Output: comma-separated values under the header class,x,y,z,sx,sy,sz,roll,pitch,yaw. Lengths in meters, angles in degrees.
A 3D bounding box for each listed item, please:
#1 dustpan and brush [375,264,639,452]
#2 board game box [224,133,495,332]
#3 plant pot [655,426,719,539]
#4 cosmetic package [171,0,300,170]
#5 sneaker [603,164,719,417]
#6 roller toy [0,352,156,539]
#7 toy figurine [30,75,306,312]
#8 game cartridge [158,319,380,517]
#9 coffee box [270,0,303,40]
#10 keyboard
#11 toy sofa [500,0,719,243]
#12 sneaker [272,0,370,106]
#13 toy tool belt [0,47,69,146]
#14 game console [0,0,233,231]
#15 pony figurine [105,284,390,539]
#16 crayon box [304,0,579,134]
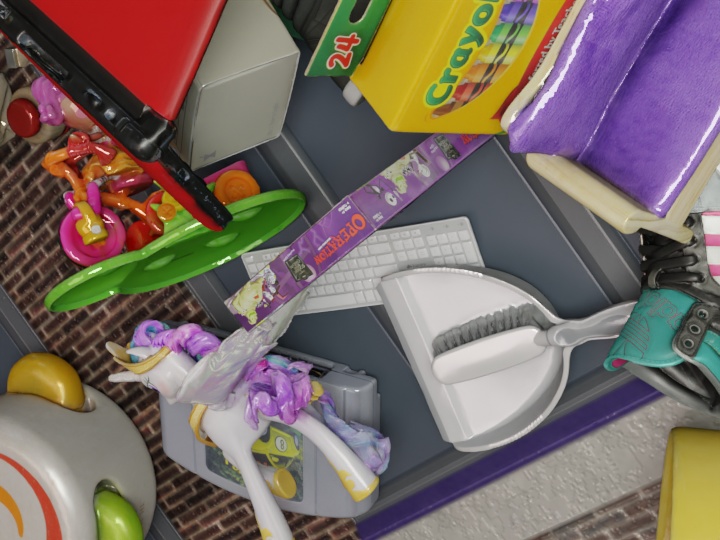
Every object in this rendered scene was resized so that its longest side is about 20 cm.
class,x,y,z,sx,sy,sz,roll,pitch,yaw
dustpan and brush,0.112,0.045,0.820,0.199,0.057,0.140,-20,101,25
board game box,0.010,-0.039,0.758,0.032,0.200,0.120,48,127,2
plant pot,0.269,0.201,0.727,0.187,0.201,0.202,4,114,13
cosmetic package,-0.122,-0.179,0.800,0.201,0.073,0.104,59,157,16
sneaker,0.181,0.005,0.719,0.201,0.120,0.084,54,162,-2
roller toy,-0.278,0.191,1.074,0.182,0.140,0.200,-39,87,26
toy figurine,-0.164,-0.089,0.869,0.185,0.199,0.150,64,150,7
game cartridge,-0.077,0.122,0.988,0.199,0.041,0.134,13,121,26
coffee box,0.015,-0.193,0.783,0.199,0.044,0.124,23,121,21
keyboard,0.000,0.000,0.900,0.199,0.011,0.057,-8,107,34
toy sofa,0.167,-0.121,0.639,0.083,0.097,0.201,42,110,41
sneaker,0.014,-0.193,0.710,0.099,0.071,0.200,42,130,1
toy tool belt,-0.341,-0.115,0.984,0.199,0.123,0.126,7,115,28
game console,-0.133,-0.147,0.722,0.119,0.172,0.200,-46,62,-4
pony figurine,-0.072,0.086,0.874,0.200,0.167,0.193,47,123,-3
crayon box,0.080,-0.137,0.672,0.051,0.199,0.127,55,133,34
